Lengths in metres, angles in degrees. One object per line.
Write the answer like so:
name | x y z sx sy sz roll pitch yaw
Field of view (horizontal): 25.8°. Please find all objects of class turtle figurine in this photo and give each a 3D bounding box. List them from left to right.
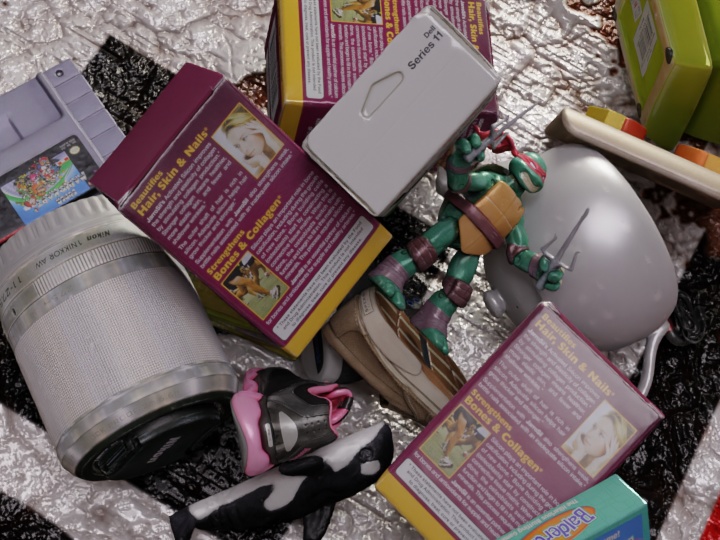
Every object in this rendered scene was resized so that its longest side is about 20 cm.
turtle figurine | 0.103 -0.036 1.287 0.150 0.101 0.200 43 89 -13

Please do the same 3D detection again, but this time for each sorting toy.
sorting toy | 0.262 -0.106 1.429 0.183 0.200 0.037 24 95 1

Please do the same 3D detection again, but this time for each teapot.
teapot | 0.176 0.000 1.378 0.145 0.199 0.200 -31 37 -8

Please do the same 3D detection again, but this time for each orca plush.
orca plush | -0.057 0.197 1.303 0.198 0.105 0.072 -21 82 -14

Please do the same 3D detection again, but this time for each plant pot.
plant pot | 0.350 -0.232 1.491 0.179 0.200 0.202 -8 69 -6

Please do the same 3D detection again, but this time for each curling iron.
curling iron | 0.257 -0.011 1.476 0.049 0.026 0.201 -20 66 -38

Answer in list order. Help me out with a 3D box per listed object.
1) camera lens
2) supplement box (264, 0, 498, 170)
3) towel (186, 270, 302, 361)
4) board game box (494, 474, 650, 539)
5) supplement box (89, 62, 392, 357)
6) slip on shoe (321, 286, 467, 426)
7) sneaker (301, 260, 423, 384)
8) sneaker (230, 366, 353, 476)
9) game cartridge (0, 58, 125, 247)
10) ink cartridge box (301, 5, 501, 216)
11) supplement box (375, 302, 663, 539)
camera lens | -0.203 0.060 1.300 0.158 0.160 0.202 -22 72 -17
supplement box | 0.016 -0.174 1.438 0.197 0.104 0.133 3 61 -10
towel | -0.087 -0.029 1.430 0.142 0.023 0.202 19 66 0
board game box | 0.154 0.272 1.201 0.151 0.202 0.045 -25 36 -17
supplement box | -0.095 -0.048 1.250 0.200 0.103 0.131 43 84 -27
slip on shoe | 0.043 0.097 1.342 0.060 0.200 0.076 -31 35 17
sneaker | 0.000 0.000 1.394 0.111 0.073 0.203 2 83 -31
sneaker | -0.050 0.116 1.285 0.094 0.200 0.080 -15 97 2
game cartridge | -0.311 -0.094 1.416 0.199 0.039 0.130 -33 72 -19
ink cartridge box | 0.035 -0.121 1.253 0.083 0.200 0.147 43 94 1
supplement box | 0.126 0.145 1.254 0.131 0.103 0.200 44 90 12
